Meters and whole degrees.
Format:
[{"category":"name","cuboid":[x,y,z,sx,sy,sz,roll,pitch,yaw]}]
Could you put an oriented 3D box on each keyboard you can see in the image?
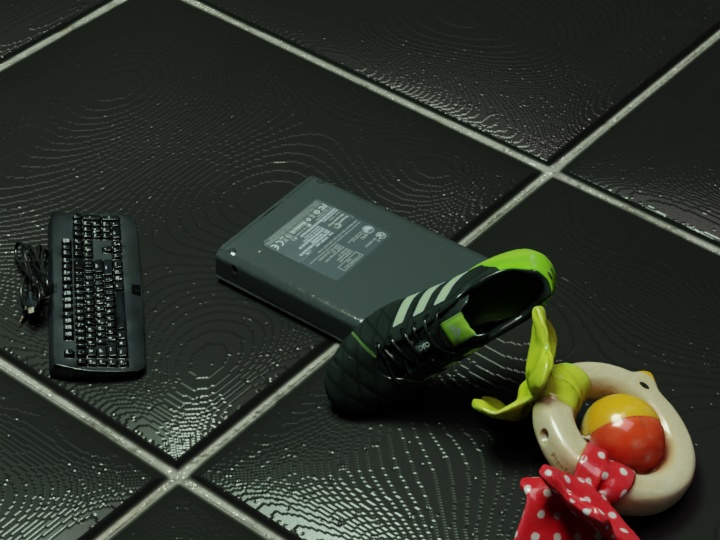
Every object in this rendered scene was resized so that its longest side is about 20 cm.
[{"category":"keyboard","cuboid":[-0.229,0.009,1.493,0.103,0.040,0.201,-3,39,-8]}]

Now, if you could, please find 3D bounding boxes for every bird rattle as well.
[{"category":"bird rattle","cuboid":[0.175,0.122,1.336,0.162,0.113,0.201,2,39,-27]}]

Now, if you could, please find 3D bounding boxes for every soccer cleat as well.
[{"category":"soccer cleat","cuboid":[0.057,0.045,1.384,0.199,0.068,0.081,-31,5,6]}]

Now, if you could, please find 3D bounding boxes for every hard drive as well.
[{"category":"hard drive","cuboid":[0.000,0.000,1.521,0.199,0.033,0.139,26,45,26]}]
